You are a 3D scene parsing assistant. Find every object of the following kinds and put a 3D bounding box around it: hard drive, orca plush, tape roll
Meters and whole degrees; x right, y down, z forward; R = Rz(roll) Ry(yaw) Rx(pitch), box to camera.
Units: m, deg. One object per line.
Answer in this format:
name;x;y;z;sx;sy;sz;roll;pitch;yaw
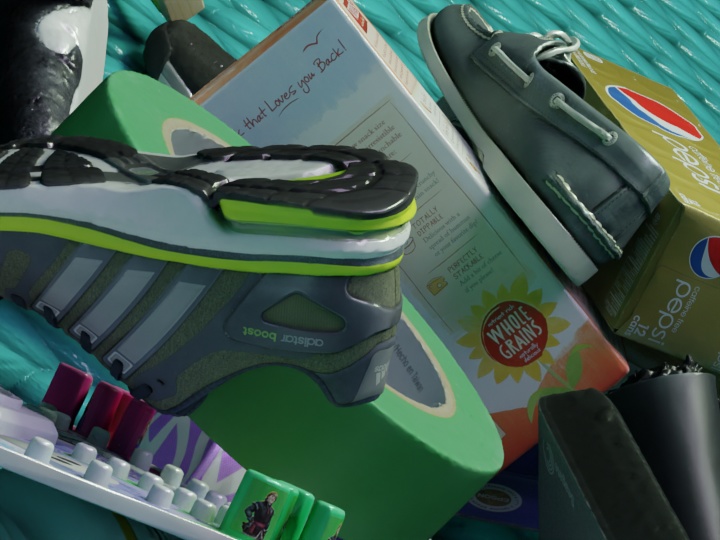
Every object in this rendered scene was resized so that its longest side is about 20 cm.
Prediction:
hard drive;0.100;0.165;1.067;0.140;0.033;0.201;-114;-162;-56
orca plush;-0.146;-0.062;1.132;0.106;0.071;0.201;92;0;-45
tape roll;-0.033;0.014;1.011;0.200;0.048;0.201;44;11;-10

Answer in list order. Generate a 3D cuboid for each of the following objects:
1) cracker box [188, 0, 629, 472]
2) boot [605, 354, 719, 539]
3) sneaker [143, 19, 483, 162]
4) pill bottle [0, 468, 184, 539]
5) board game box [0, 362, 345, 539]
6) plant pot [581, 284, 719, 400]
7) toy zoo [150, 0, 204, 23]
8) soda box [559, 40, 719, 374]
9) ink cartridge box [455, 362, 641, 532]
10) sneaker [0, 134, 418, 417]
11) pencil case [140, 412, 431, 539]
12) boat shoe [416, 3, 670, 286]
cracker box;0.000;0.000;1.167;0.200;0.134;0.058;51;10;-9
boot;0.137;0.145;1.166;0.200;0.076;0.169;85;-4;-63
sneaker;0.000;-0.067;1.307;0.200;0.115;0.075;46;19;-3
pill bottle;-0.078;0.126;0.867;0.200;0.109;0.110;25;33;-47
board game box;-0.122;0.032;0.849;0.199;0.026;0.200;24;-2;-26
plant pot;0.156;0.022;1.280;0.199;0.028;0.200;23;18;-8
toy zoo;-0.144;-0.217;1.303;0.200;0.020;0.131;53;-7;20
soda box;0.126;-0.030;1.230;0.067;0.064;0.200;21;19;-20
ink cartridge box;0.130;0.068;1.309;0.195;0.044;0.200;10;21;7
sneaker;-0.077;0.004;0.885;0.074;0.199;0.082;-33;123;-61
pencil case;-0.011;0.127;1.048;0.200;0.084;0.086;43;57;-18
boat shoe;0.078;-0.067;1.192;0.073;0.062;0.200;46;10;-32
